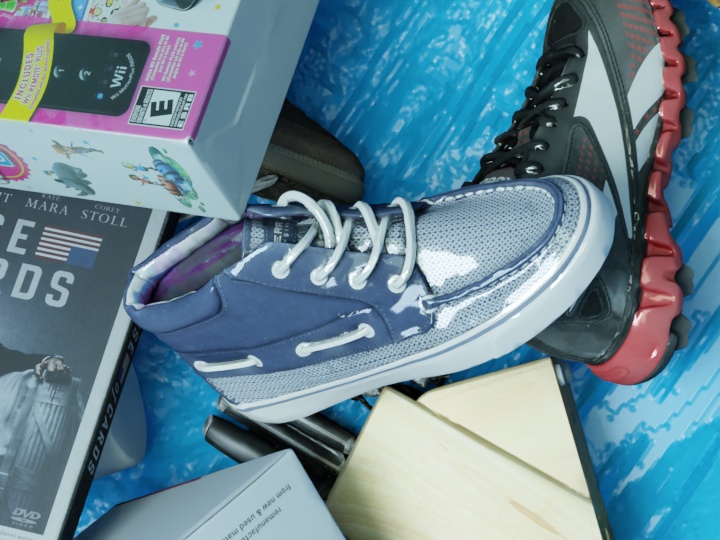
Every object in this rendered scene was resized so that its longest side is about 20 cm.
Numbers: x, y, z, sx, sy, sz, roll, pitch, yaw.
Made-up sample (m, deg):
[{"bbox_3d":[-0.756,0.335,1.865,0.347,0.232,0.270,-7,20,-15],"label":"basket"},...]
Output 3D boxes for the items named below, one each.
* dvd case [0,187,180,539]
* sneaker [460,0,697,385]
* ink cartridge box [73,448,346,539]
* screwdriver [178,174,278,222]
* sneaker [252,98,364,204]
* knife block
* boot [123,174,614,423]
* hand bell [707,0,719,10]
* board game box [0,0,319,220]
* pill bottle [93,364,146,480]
[{"bbox_3d":[-0.175,0.035,0.949,0.149,0.025,0.201,12,64,8],"label":"dvd case"},{"bbox_3d":[0.093,-0.053,0.962,0.097,0.071,0.202,7,77,-25],"label":"sneaker"},{"bbox_3d":[-0.045,0.194,0.939,0.145,0.083,0.201,-22,102,48],"label":"ink cartridge box"},{"bbox_3d":[-0.120,-0.007,1.022,0.199,0.028,0.029,-15,109,23],"label":"screwdriver"},{"bbox_3d":[-0.081,-0.095,1.011,0.199,0.070,0.076,24,79,-4],"label":"sneaker"},{"bbox_3d":[0.022,0.108,0.995,0.174,0.064,0.202,-17,85,10],"label":"knife block"},{"bbox_3d":[0.000,0.000,0.895,0.199,0.090,0.073,-27,45,27],"label":"boot"},{"bbox_3d":[0.149,-0.125,0.931,0.199,0.104,0.104,36,94,-9],"label":"hand bell"},{"bbox_3d":[-0.124,-0.111,0.929,0.199,0.064,0.148,7,66,27],"label":"board game box"},{"bbox_3d":[-0.205,0.079,1.012,0.199,0.112,0.113,-18,85,9],"label":"pill bottle"}]
